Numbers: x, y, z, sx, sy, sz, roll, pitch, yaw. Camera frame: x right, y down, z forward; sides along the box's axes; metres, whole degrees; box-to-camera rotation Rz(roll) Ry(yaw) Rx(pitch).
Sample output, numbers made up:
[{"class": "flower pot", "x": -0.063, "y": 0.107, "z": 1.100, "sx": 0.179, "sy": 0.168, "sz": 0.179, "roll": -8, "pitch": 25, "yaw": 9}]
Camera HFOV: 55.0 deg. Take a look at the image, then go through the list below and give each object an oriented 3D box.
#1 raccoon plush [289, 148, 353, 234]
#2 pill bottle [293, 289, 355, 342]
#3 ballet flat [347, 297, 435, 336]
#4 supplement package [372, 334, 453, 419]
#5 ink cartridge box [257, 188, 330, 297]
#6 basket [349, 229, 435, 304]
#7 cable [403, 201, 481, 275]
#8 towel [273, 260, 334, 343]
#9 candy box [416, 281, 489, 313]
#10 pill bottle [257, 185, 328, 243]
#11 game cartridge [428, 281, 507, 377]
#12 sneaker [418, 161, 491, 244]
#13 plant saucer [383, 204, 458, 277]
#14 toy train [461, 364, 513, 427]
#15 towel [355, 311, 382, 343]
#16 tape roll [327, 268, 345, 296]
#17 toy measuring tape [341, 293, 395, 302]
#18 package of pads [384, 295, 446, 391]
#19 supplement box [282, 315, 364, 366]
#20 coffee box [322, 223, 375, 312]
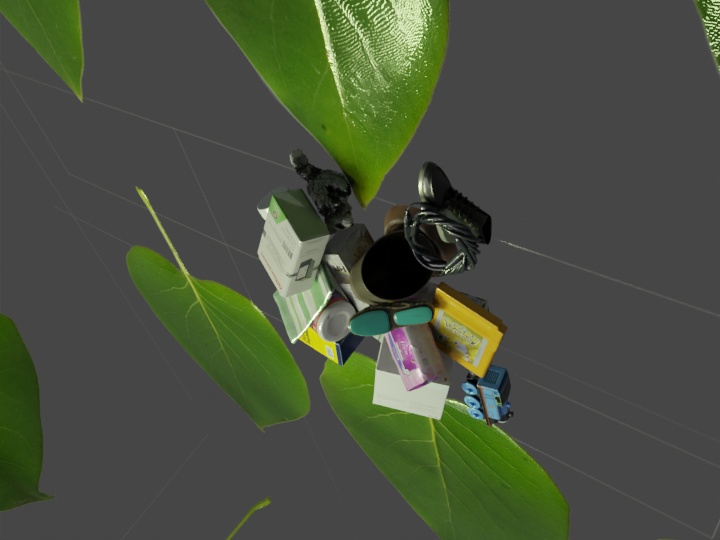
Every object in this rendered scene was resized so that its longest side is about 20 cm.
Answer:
[{"class": "raccoon plush", "x": -0.081, "y": -0.182, "z": 1.601, "sx": 0.203, "sy": 0.095, "sz": 0.135, "roll": 60, "pitch": 170, "yaw": 20}, {"class": "pill bottle", "x": -0.107, "y": 0.082, "z": 1.752, "sx": 0.199, "sy": 0.110, "sz": 0.113, "roll": 40, "pitch": 158, "yaw": 43}, {"class": "ballet flat", "x": 0.066, "y": 0.098, "z": 1.528, "sx": 0.076, "sy": 0.195, "sz": 0.069, "roll": -103, "pitch": 2, "yaw": -67}, {"class": "supplement package", "x": 0.138, "y": 0.256, "z": 1.772, "sx": 0.186, "sy": 0.150, "sz": 0.202, "roll": 11, "pitch": 146, "yaw": 6}, {"class": "ink cartridge box", "x": -0.158, "y": -0.061, "z": 1.593, "sx": 0.147, "sy": 0.083, "sz": 0.202, "roll": 56, "pitch": 144, "yaw": 26}, {"class": "basket", "x": 0.054, "y": 0.005, "z": 1.526, "sx": 0.138, "sy": 0.178, "sz": 0.200, "roll": 62, "pitch": 161, "yaw": 1}, {"class": "cable", "x": 0.162, "y": -0.056, "z": 1.364, "sx": 0.160, "sy": 0.051, "sz": 0.202, "roll": 19, "pitch": 152, "yaw": 18}, {"class": "towel", "x": -0.140, "y": 0.057, "z": 1.693, "sx": 0.200, "sy": 0.023, "sz": 0.155, "roll": -48, "pitch": 53, "yaw": 33}, {"class": "candy box", "x": 0.210, "y": 0.110, "z": 1.628, "sx": 0.197, "sy": 0.061, "sz": 0.138, "roll": 17, "pitch": 142, "yaw": 37}, {"class": "pill bottle", "x": -0.170, "y": -0.104, "z": 1.748, "sx": 0.112, "sy": 0.114, "sz": 0.202, "roll": 3, "pitch": 133, "yaw": 48}, {"class": "game cartridge", "x": 0.228, "y": 0.136, "z": 1.546, "sx": 0.174, "sy": 0.032, "sz": 0.202, "roll": 33, "pitch": 148, "yaw": 18}, {"class": "sneaker", "x": 0.187, "y": -0.130, "z": 1.331, "sx": 0.104, "sy": 0.076, "sz": 0.201, "roll": 9, "pitch": 147, "yaw": 37}, {"class": "plant saucer", "x": 0.127, "y": -0.055, "z": 1.536, "sx": 0.198, "sy": 0.035, "sz": 0.202, "roll": 30, "pitch": 149, "yaw": 20}, {"class": "toy train", "x": 0.325, "y": 0.317, "z": 1.750, "sx": 0.112, "sy": 0.087, "sz": 0.203, "roll": 12, "pitch": 140, "yaw": 32}, {"class": "towel", "x": 0.072, "y": 0.155, "z": 1.903, "sx": 0.198, "sy": 0.031, "sz": 0.150, "roll": 38, "pitch": 149, "yaw": 12}, {"class": "tape roll", "x": -0.104, "y": 0.033, "z": 1.900, "sx": 0.200, "sy": 0.071, "sz": 0.205, "roll": 30, "pitch": 149, "yaw": 20}, {"class": "toy measuring tape", "x": 0.037, "y": 0.095, "z": 1.786, "sx": 0.196, "sy": 0.075, "sz": 0.074, "roll": 24, "pitch": 151, "yaw": -3}, {"class": "package of pads", "x": 0.118, "y": 0.167, "z": 1.605, "sx": 0.204, "sy": 0.074, "sz": 0.121, "roll": 69, "pitch": 155, "yaw": 14}, {"class": "supplement box", "x": -0.099, "y": 0.143, "z": 1.855, "sx": 0.197, "sy": 0.109, "sz": 0.111, "roll": 28, "pitch": 149, "yaw": 23}, {"class": "coffee box", "x": 0.000, "y": 0.000, "z": 1.682, "sx": 0.079, "sy": 0.115, "sz": 0.202, "roll": 5, "pitch": 134, "yaw": 48}]
